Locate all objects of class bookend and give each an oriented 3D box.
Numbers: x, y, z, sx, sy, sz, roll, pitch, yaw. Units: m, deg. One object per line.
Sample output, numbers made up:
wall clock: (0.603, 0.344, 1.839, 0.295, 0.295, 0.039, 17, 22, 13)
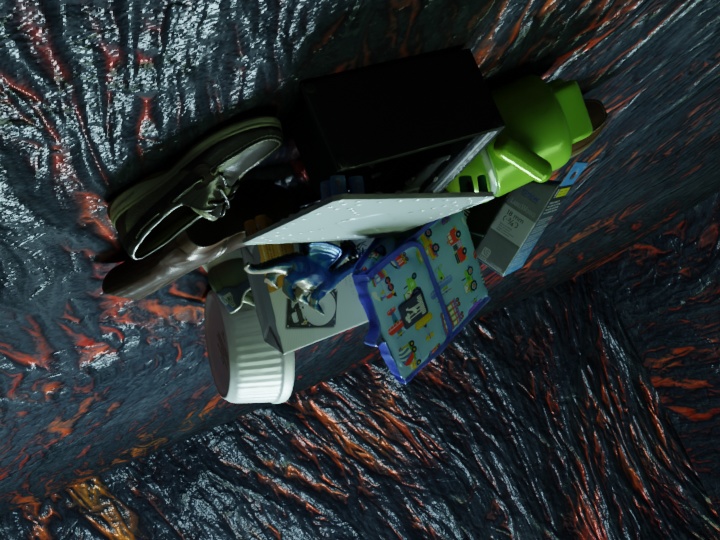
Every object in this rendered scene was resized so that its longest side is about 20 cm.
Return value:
bookend: (0.013, -0.123, 0.905, 0.197, 0.093, 0.199, -18, 167, -27)

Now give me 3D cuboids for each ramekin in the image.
ramekin: (-0.171, 0.104, 1.292, 0.092, 0.206, 0.202, -7, 162, -22)

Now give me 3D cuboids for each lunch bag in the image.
lunch bag: (0.060, 0.025, 1.057, 0.093, 0.153, 0.200, 2, -145, 40)

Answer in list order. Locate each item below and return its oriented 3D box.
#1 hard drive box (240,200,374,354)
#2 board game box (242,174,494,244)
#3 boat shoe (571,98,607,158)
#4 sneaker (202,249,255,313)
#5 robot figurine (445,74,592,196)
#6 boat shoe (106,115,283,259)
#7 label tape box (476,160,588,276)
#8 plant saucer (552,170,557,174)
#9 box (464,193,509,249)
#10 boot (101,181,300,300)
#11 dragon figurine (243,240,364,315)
hard drive box: (-0.043, -0.005, 1.119, 0.197, 0.159, 0.076, -21, -162, -23)
board game box: (0.004, -0.063, 0.896, 0.197, 0.026, 0.199, -5, 172, -35)
boat shoe: (0.252, -0.187, 1.173, 0.197, 0.077, 0.074, -23, 165, -14)
sneaker: (-0.134, 0.013, 1.200, 0.067, 0.091, 0.199, -33, 167, 32)
robot figurine: (0.171, -0.156, 1.030, 0.197, 0.117, 0.176, -25, -161, -2)
boat shoe: (-0.152, -0.077, 0.832, 0.198, 0.066, 0.073, -30, 166, 17)
label tape box: (0.265, -0.098, 1.343, 0.202, 0.063, 0.144, -60, 165, 16)
plant saucer: (0.265, -0.163, 1.399, 0.197, 0.037, 0.201, -25, 168, -6)
box: (0.137, -0.057, 1.287, 0.165, 0.085, 0.200, -58, 175, -13)
boot: (-0.187, -0.027, 1.007, 0.185, 0.065, 0.199, -17, 171, -47)
dragon figurine: (-0.061, -0.013, 1.014, 0.199, 0.058, 0.101, 28, 90, -46)
